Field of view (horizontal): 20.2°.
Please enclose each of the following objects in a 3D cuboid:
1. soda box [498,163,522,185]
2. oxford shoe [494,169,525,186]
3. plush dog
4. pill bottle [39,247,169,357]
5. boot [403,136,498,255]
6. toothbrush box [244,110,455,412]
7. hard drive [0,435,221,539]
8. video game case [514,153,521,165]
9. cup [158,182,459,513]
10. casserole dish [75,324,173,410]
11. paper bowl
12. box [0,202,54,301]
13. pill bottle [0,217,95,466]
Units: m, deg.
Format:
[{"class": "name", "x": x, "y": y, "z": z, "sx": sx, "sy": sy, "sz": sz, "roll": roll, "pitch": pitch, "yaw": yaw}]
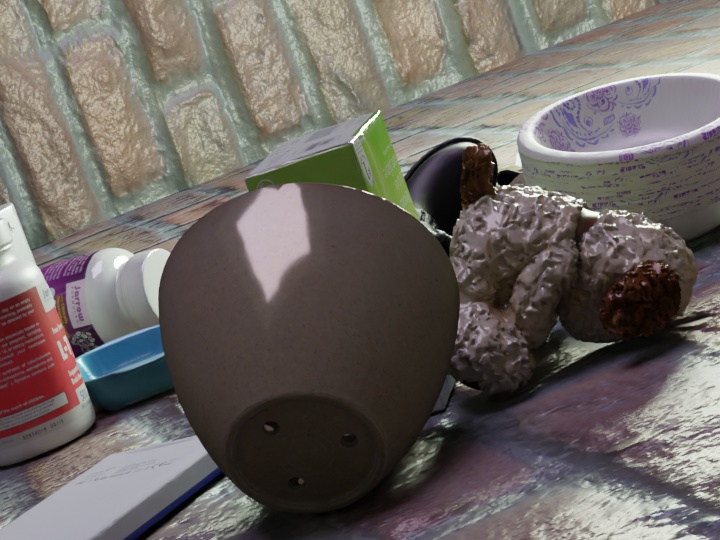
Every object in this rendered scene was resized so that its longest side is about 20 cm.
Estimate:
[{"class": "soda box", "x": 0.073, "y": -0.040, "z": 1.977, "sx": 0.199, "sy": 0.064, "sz": 0.068, "roll": -22, "pitch": 9, "yaw": -8}, {"class": "oxford shoe", "x": 0.168, "y": -0.060, "z": 1.852, "sx": 0.070, "sy": 0.075, "sz": 0.200, "roll": -21, "pitch": 10, "yaw": -22}, {"class": "plush dog", "x": 0.151, "y": -0.004, "z": 1.421, "sx": 0.170, "sy": 0.162, "sz": 0.200, "roll": 6, "pitch": 14, "yaw": 11}, {"class": "pill bottle", "x": -0.282, "y": 0.040, "z": 2.122, "sx": 0.199, "sy": 0.113, "sz": 0.112, "roll": -16, "pitch": 10, "yaw": 29}, {"class": "boot", "x": 0.063, "y": -0.038, "z": 1.835, "sx": 0.211, "sy": 0.079, "sz": 0.158, "roll": -48, "pitch": 9, "yaw": -8}, {"class": "toothbrush box", "x": 0.000, "y": 0.000, "z": 1.467, "sx": 0.086, "sy": 0.201, "sz": 0.146, "roll": -17, "pitch": 9, "yaw": 12}, {"class": "hard drive", "x": -0.184, "y": 0.169, "z": 1.424, "sx": 0.131, "sy": 0.026, "sz": 0.200, "roll": -15, "pitch": 10, "yaw": 32}, {"class": "video game case", "x": 0.269, "y": -0.143, "z": 2.293, "sx": 0.199, "sy": 0.023, "sz": 0.182, "roll": -18, "pitch": 9, "yaw": 9}, {"class": "cup", "x": -0.034, "y": 0.067, "z": 1.277, "sx": 0.199, "sy": 0.201, "sz": 0.144, "roll": -18, "pitch": 36, "yaw": 14}, {"class": "casserole dish", "x": -0.209, "y": 0.090, "z": 1.904, "sx": 0.120, "sy": 0.039, "sz": 0.200, "roll": -22, "pitch": 8, "yaw": -9}, {"class": "paper bowl", "x": 0.237, "y": -0.085, "z": 1.697, "sx": 0.199, "sy": 0.105, "sz": 0.201, "roll": -12, "pitch": 20, "yaw": 4}, {"class": "box", "x": -0.395, "y": 0.066, "z": 1.929, "sx": 0.130, "sy": 0.200, "sz": 0.200, "roll": -15, "pitch": 10, "yaw": 29}, {"class": "pill bottle", "x": -0.318, "y": 0.062, "z": 1.787, "sx": 0.112, "sy": 0.201, "sz": 0.112, "roll": -19, "pitch": 9, "yaw": 3}]
